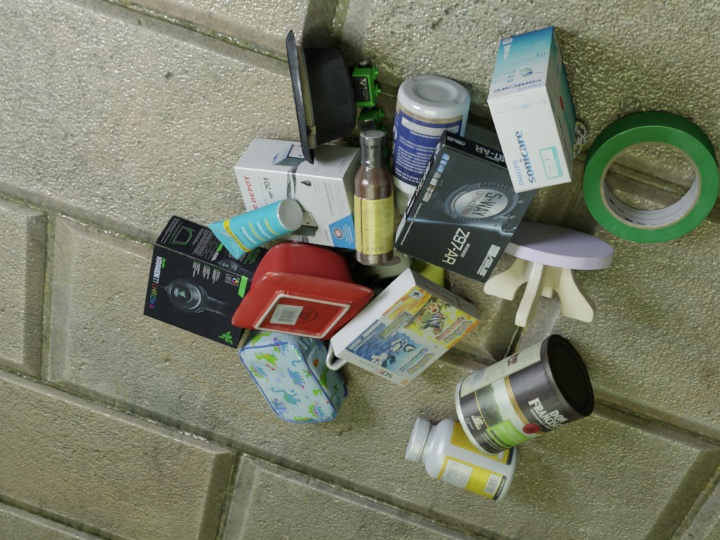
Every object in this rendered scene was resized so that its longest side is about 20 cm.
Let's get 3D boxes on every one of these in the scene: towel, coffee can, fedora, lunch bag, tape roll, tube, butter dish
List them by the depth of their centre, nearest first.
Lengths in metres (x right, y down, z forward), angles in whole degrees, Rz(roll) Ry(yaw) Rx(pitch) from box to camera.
[{"bbox_3d":[-0.056,-0.263,1.522,0.090,0.202,0.204,-9,125,-3],"label":"fedora"},{"bbox_3d":[0.436,-0.138,1.536,0.196,0.048,0.203,8,126,11],"label":"tape roll"},{"bbox_3d":[-0.170,-0.068,1.651,0.198,0.051,0.078,-17,115,49],"label":"tube"},{"bbox_3d":[-0.100,0.014,1.708,0.196,0.150,0.200,9,149,-22],"label":"butter dish"},{"bbox_3d":[0.284,0.218,1.772,0.198,0.147,0.147,-30,113,32],"label":"coffee can"},{"bbox_3d":[0.109,0.059,1.791,0.084,0.018,0.203,0,124,10],"label":"towel"},{"bbox_3d":[-0.127,0.188,1.897,0.158,0.083,0.202,-10,122,33],"label":"lunch bag"}]

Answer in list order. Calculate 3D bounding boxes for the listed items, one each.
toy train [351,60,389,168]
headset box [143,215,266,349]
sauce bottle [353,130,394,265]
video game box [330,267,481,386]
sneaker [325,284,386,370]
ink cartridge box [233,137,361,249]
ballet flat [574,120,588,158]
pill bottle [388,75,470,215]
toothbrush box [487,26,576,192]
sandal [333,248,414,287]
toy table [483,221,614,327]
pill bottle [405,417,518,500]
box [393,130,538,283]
[{"bbox_3d":[0.016,-0.225,1.587,0.041,0.057,0.203,0,124,15],"label":"toy train"},{"bbox_3d":[-0.272,0.025,1.823,0.197,0.093,0.176,20,128,0],"label":"headset box"},{"bbox_3d":[0.021,-0.111,1.562,0.063,0.065,0.204,5,115,12],"label":"sauce bottle"},{"bbox_3d":[0.078,0.103,1.745,0.181,0.047,0.200,25,122,-41],"label":"video game box"},{"bbox_3d":[-0.001,0.110,1.807,0.074,0.087,0.201,34,128,-2],"label":"sneaker"},{"bbox_3d":[-0.087,-0.124,1.640,0.196,0.087,0.148,7,135,23],"label":"ink cartridge box"},{"bbox_3d":[0.258,-0.160,1.558,0.198,0.073,0.072,-24,116,29],"label":"ballet flat"},{"bbox_3d":[0.100,-0.183,1.558,0.109,0.112,0.203,12,127,7],"label":"pill bottle"},{"bbox_3d":[0.244,-0.228,1.430,0.084,0.201,0.148,-10,122,22],"label":"toothbrush box"},{"bbox_3d":[0.000,-0.001,1.744,0.199,0.058,0.080,-17,118,36],"label":"sandal"},{"bbox_3d":[0.291,0.004,1.607,0.198,0.183,0.119,21,118,33],"label":"toy table"},{"bbox_3d":[0.189,0.346,1.911,0.196,0.113,0.113,20,128,2],"label":"pill bottle"},{"bbox_3d":[0.157,-0.091,1.524,0.158,0.044,0.202,20,126,-8],"label":"box"}]
